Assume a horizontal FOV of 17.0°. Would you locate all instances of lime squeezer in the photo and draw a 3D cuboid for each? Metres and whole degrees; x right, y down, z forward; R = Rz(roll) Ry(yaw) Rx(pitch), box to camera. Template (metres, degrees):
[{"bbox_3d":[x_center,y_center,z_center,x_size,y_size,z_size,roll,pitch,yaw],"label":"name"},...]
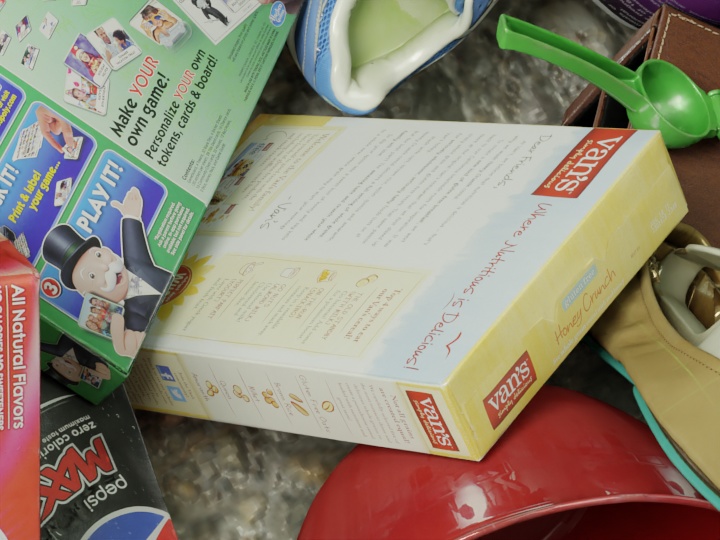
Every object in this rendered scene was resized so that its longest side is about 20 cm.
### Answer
[{"bbox_3d":[0.143,-0.079,0.910,0.198,0.071,0.038,-4,40,-10],"label":"lime squeezer"}]

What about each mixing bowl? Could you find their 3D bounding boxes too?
[{"bbox_3d":[0.050,0.113,0.853,0.198,0.201,0.109,1,41,-21],"label":"mixing bowl"}]

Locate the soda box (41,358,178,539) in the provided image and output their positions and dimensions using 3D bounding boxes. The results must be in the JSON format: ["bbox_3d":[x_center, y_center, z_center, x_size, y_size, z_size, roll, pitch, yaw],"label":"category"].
[{"bbox_3d":[-0.094,0.127,0.839,0.063,0.071,0.201,-12,71,-28],"label":"soda box"}]

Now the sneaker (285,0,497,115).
[{"bbox_3d":[0.047,-0.138,0.931,0.075,0.200,0.077,31,22,-21],"label":"sneaker"}]

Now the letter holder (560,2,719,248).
[{"bbox_3d":[0.177,0.008,0.987,0.199,0.101,0.143,22,62,-11],"label":"letter holder"}]

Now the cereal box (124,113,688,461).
[{"bbox_3d":[0.000,0.000,0.870,0.144,0.199,0.040,-47,126,-34],"label":"cereal box"}]

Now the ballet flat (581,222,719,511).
[{"bbox_3d":[0.120,0.029,0.804,0.068,0.200,0.063,31,100,-20],"label":"ballet flat"}]

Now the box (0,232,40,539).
[{"bbox_3d":[-0.159,0.086,0.762,0.099,0.095,0.202,-4,107,-23],"label":"box"}]

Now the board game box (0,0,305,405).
[{"bbox_3d":[-0.109,-0.067,0.873,0.134,0.029,0.201,34,50,-13],"label":"board game box"}]

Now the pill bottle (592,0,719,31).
[{"bbox_3d":[0.149,-0.155,0.984,0.111,0.200,0.114,0,90,-16],"label":"pill bottle"}]
